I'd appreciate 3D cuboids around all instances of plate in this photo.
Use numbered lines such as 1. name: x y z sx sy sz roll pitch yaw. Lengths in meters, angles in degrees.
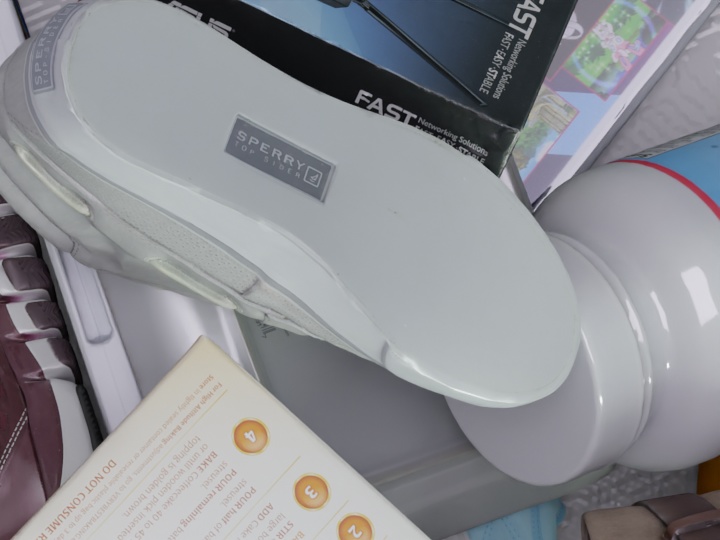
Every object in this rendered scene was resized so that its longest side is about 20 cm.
1. plate: 0.000 0.000 1.024 0.200 0.032 0.200 -17 86 -41

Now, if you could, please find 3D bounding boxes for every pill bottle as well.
1. pill bottle: 0.125 0.006 1.025 0.200 0.109 0.109 -20 86 -37

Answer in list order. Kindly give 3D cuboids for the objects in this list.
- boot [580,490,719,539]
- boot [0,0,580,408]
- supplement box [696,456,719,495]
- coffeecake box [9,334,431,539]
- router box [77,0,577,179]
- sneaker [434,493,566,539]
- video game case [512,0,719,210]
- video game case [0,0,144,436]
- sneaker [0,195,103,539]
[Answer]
1. boot: 0.146 0.089 0.967 0.146 0.200 0.071 -2 113 4
2. boot: -0.030 -0.016 0.927 0.200 0.095 0.074 34 67 -19
3. supplement box: 0.222 0.132 1.079 0.199 0.074 0.127 5 87 -1
4. coffeecake box: -0.029 0.147 0.900 0.200 0.073 0.154 42 71 4
5. router box: 0.000 -0.107 1.014 0.149 0.200 0.062 25 128 0
6. sneaker: 0.030 0.079 1.092 0.082 0.074 0.201 -6 72 -42
7. video game case: 0.035 -0.119 1.118 0.182 0.023 0.200 39 85 2
8. video game case: -0.105 -0.016 1.046 0.018 0.143 0.201 -18 87 -4
9. sneaker: -0.159 0.027 1.006 0.115 0.076 0.200 -18 55 -7
